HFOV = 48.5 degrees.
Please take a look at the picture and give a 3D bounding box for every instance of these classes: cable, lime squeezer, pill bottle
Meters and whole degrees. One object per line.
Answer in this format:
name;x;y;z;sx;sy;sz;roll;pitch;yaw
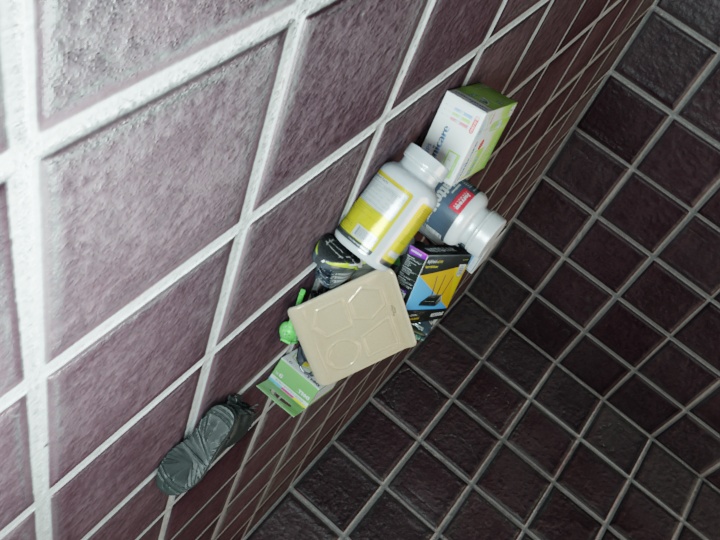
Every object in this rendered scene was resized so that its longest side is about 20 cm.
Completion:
cable;-0.060;0.103;1.526;0.200;0.051;0.164;-26;118;-55
lime squeezer;-0.128;0.103;1.475;0.200;0.037;0.071;102;-3;-64
pill bottle;0.056;-0.107;1.321;0.200;0.112;0.112;-53;169;7
pill bottle;0.171;-0.119;1.514;0.120;0.200;0.120;-49;169;-14

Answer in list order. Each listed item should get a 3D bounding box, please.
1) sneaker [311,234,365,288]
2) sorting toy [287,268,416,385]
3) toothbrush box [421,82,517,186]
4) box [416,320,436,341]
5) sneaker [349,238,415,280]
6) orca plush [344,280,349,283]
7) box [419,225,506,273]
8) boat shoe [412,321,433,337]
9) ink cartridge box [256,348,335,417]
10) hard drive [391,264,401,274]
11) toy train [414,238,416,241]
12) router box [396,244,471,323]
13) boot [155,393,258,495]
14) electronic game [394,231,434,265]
sneaker;-0.043;-0.007;1.353;0.081;0.074;0.200;-49;167;8
sorting toy;-0.013;0.099;1.435;0.199;0.037;0.186;-22;123;-4
toothbrush box;0.194;-0.252;1.458;0.200;0.086;0.146;-30;149;-59
box;0.080;0.079;1.810;0.036;0.199;0.145;-82;-166;-46
sneaker;0.030;-0.054;1.540;0.200;0.075;0.092;-39;141;-38
orca plush;0.000;0.000;1.628;0.105;0.072;0.200;-8;178;20
box;0.185;-0.101;1.634;0.060;0.200;0.117;-41;167;-35
boat shoe;0.061;0.093;1.736;0.075;0.199;0.062;99;12;-61
ink cartridge box;-0.121;0.223;1.668;0.059;0.104;0.200;-56;168;20
hard drive;0.039;0.082;1.561;0.135;0.042;0.200;-47;152;-24
toy train;0.092;0.019;1.850;0.200;0.114;0.087;-58;167;25
router box;0.128;0.025;1.549;0.200;0.051;0.150;-4;120;-59
boot;-0.271;0.312;1.445;0.199;0.073;0.162;-52;172;-2
electronic game;0.127;-0.024;1.718;0.041;0.201;0.200;-12;-158;44
